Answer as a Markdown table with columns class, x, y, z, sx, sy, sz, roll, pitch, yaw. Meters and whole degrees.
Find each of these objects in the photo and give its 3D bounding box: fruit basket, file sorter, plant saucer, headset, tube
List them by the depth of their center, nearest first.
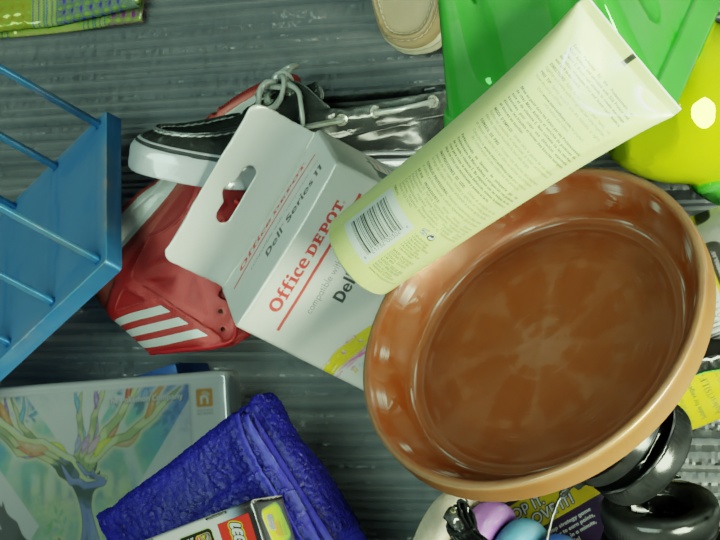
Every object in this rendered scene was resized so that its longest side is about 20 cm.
| class | x | y | z | sx | sy | sz | roll | pitch | yaw |
| --- | --- | --- | --- | --- | --- | --- | --- | --- | --- |
| tube | 0.070 | -0.058 | 1.277 | 0.200 | 0.058 | 0.052 | -37 | 51 | 29 |
| plant saucer | 0.095 | 0.035 | 1.278 | 0.200 | 0.032 | 0.200 | -20 | 47 | 22 |
| headset | 0.145 | 0.110 | 1.292 | 0.200 | 0.094 | 0.124 | -26 | 115 | -7 |
| fruit basket | 0.146 | -0.119 | 1.358 | 0.155 | 0.216 | 0.216 | -6 | 84 | 27 |
| file sorter | -0.259 | -0.018 | 1.529 | 0.200 | 0.123 | 0.139 | -41 | 35 | 30 |

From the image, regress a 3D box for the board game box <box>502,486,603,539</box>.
| class | x | y | z | sx | sy | sz | roll | pitch | yaw |
| --- | --- | --- | --- | --- | --- | --- | --- | --- | --- |
| board game box | 0.097 | 0.226 | 1.413 | 0.200 | 0.057 | 0.165 | -32 | 71 | 22 |

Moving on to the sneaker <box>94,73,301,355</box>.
| class | x | y | z | sx | sy | sz | roll | pitch | yaw |
| --- | --- | --- | --- | --- | --- | --- | --- | --- | --- |
| sneaker | -0.080 | -0.024 | 1.524 | 0.200 | 0.078 | 0.116 | -43 | 83 | 23 |

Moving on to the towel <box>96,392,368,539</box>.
| class | x | y | z | sx | sy | sz | roll | pitch | yaw |
| --- | --- | --- | --- | --- | --- | --- | --- | --- | --- |
| towel | -0.059 | 0.190 | 1.431 | 0.148 | 0.050 | 0.200 | -38 | 73 | 16 |

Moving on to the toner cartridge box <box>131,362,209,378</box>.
| class | x | y | z | sx | sy | sz | roll | pitch | yaw |
| --- | --- | --- | --- | --- | --- | --- | --- | --- | --- |
| toner cartridge box | -0.122 | 0.167 | 1.537 | 0.095 | 0.043 | 0.200 | -20 | 78 | 26 |

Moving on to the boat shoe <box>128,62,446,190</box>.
| class | x | y | z | sx | sy | sz | roll | pitch | yaw |
| --- | --- | --- | --- | --- | --- | --- | --- | --- | --- |
| boat shoe | -0.039 | -0.087 | 1.440 | 0.199 | 0.074 | 0.068 | 0 | 105 | -9 |

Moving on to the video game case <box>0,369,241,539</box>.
| class | x | y | z | sx | sy | sz | roll | pitch | yaw |
| --- | --- | --- | --- | --- | --- | --- | --- | --- | --- |
| video game case | -0.162 | 0.160 | 1.521 | 0.200 | 0.022 | 0.182 | -6 | 84 | 27 |

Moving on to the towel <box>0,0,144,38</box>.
| class | x | y | z | sx | sy | sz | roll | pitch | yaw |
| --- | --- | --- | --- | --- | --- | --- | --- | --- | --- |
| towel | -0.207 | -0.259 | 1.619 | 0.144 | 0.023 | 0.200 | -4 | 85 | 26 |

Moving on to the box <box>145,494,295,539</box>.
| class | x | y | z | sx | sy | sz | roll | pitch | yaw |
| --- | --- | --- | --- | --- | --- | --- | --- | --- | --- |
| box | -0.068 | 0.242 | 1.392 | 0.110 | 0.035 | 0.200 | -22 | 79 | 27 |

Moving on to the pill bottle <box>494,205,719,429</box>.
| class | x | y | z | sx | sy | sz | roll | pitch | yaw |
| --- | --- | --- | --- | --- | --- | --- | --- | --- | --- |
| pill bottle | 0.136 | 0.048 | 1.348 | 0.200 | 0.111 | 0.111 | -21 | 77 | 10 |

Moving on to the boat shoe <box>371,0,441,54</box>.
| class | x | y | z | sx | sy | sz | roll | pitch | yaw |
| --- | --- | --- | --- | --- | --- | --- | --- | --- | --- |
| boat shoe | 0.024 | -0.233 | 1.470 | 0.074 | 0.069 | 0.200 | -3 | 86 | 27 |

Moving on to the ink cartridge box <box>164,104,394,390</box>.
| class | x | y | z | sx | sy | sz | roll | pitch | yaw |
| --- | --- | --- | --- | --- | --- | --- | --- | --- | --- |
| ink cartridge box | 0.000 | 0.000 | 1.404 | 0.200 | 0.067 | 0.117 | 27 | 103 | -19 |

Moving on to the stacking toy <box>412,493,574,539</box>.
| class | x | y | z | sx | sy | sz | roll | pitch | yaw |
| --- | --- | --- | --- | --- | --- | --- | --- | --- | --- |
| stacking toy | 0.128 | 0.184 | 1.329 | 0.200 | 0.085 | 0.085 | 14 | 94 | 23 |
